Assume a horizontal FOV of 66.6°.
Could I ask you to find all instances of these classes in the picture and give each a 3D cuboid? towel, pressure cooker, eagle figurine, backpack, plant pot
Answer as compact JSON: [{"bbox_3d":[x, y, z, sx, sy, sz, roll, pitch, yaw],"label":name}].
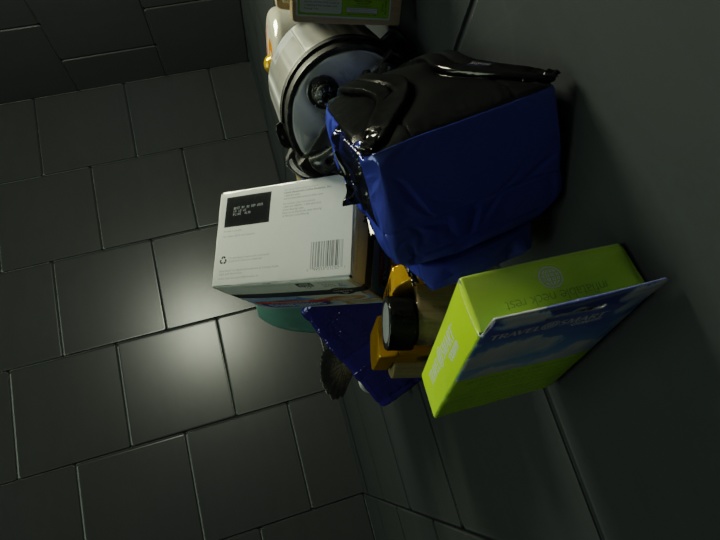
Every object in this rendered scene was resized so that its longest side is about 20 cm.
[{"bbox_3d":[0.022,0.090,0.807,0.200,0.147,0.050,49,-153,-6],"label":"towel"},{"bbox_3d":[-0.026,-0.214,0.693,0.201,0.176,0.178,-115,20,-52],"label":"pressure cooker"},{"bbox_3d":[0.004,0.169,1.146,0.151,0.152,0.201,42,-161,-17],"label":"eagle figurine"},{"bbox_3d":[0.053,-0.094,0.479,0.201,0.160,0.170,-120,16,-55],"label":"backpack"},{"bbox_3d":[-0.122,0.028,1.073,0.201,0.158,0.204,177,90,-87],"label":"plant pot"}]

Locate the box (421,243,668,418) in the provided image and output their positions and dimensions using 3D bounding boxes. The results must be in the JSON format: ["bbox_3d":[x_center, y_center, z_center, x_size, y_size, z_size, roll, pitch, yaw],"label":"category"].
[{"bbox_3d":[0.119,0.049,0.411,0.201,0.120,0.048,95,160,-60],"label":"box"}]

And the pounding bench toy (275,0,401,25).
[{"bbox_3d":[-0.066,-0.361,0.626,0.156,0.197,0.126,-120,29,-55],"label":"pounding bench toy"}]

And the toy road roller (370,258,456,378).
[{"bbox_3d":[0.078,0.037,0.647,0.201,0.121,0.148,102,167,-65],"label":"toy road roller"}]

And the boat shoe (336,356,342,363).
[{"bbox_3d":[-0.051,0.060,0.920,0.202,0.066,0.070,65,-171,6],"label":"boat shoe"}]

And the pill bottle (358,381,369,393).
[{"bbox_3d":[0.023,0.123,1.054,0.109,0.107,0.202,91,163,-54],"label":"pill bottle"}]

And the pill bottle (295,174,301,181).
[{"bbox_3d":[-0.079,-0.217,1.145,0.120,0.118,0.202,-119,19,-56],"label":"pill bottle"}]

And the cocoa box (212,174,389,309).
[{"bbox_3d":[-0.070,-0.030,0.714,0.131,0.197,0.135,35,-126,-62],"label":"cocoa box"}]

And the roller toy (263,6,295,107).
[{"bbox_3d":[-0.103,-0.373,0.976,0.201,0.138,0.184,98,160,-51],"label":"roller toy"}]
